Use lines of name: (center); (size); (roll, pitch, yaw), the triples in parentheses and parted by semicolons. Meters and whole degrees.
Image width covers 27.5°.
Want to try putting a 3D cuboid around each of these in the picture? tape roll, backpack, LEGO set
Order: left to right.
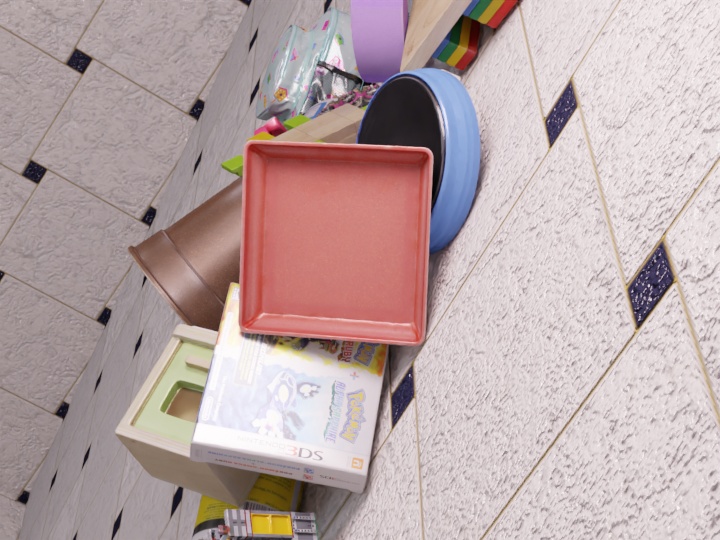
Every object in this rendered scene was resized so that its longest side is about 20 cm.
LEGO set: (-0.119, 0.328, 1.497); (0.200, 0.116, 0.154); (136, 135, -54)
backpack: (-0.056, -0.275, 2.095); (0.200, 0.153, 0.176); (-64, 9, -10)
tape roll: (0.039, -0.331, 1.807); (0.200, 0.065, 0.201); (3, -90, -79)

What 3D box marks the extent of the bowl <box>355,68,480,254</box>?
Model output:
bowl: (0.054, -0.115, 1.556); (0.200, 0.039, 0.201); (-10, 79, 59)

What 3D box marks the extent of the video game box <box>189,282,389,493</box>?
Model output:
video game box: (-0.068, 0.119, 1.529); (0.047, 0.182, 0.200); (104, 177, -56)

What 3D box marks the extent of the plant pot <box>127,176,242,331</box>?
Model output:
plant pot: (-0.157, -0.015, 1.876); (0.198, 0.200, 0.200); (-40, 15, -3)

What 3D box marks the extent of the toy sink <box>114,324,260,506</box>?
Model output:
toy sink: (-0.156, 0.137, 1.628); (0.200, 0.130, 0.112); (-60, -34, -26)

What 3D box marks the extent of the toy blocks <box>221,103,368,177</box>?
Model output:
toy blocks: (-0.048, -0.095, 1.667); (0.100, 0.200, 0.137); (29, 140, 48)

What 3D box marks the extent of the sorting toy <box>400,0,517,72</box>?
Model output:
sorting toy: (0.130, -0.341, 1.676); (0.200, 0.069, 0.199); (129, 157, -51)

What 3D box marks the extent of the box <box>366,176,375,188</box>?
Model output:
box: (-0.023, -0.050, 1.601); (0.200, 0.039, 0.042); (-51, 45, 44)

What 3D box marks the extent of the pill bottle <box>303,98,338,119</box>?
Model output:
pill bottle: (-0.035, -0.158, 1.894); (0.112, 0.112, 0.200); (-62, 1, 24)

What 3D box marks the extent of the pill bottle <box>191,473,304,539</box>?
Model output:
pill bottle: (-0.121, 0.243, 1.681); (0.114, 0.114, 0.200); (-50, 23, 50)

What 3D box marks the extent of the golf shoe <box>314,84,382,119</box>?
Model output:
golf shoe: (-0.025, -0.146, 1.760); (0.200, 0.092, 0.073); (-33, 43, 12)

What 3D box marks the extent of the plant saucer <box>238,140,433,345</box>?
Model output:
plant saucer: (-0.023, -0.030, 1.510); (0.037, 0.199, 0.201); (-18, -69, -75)

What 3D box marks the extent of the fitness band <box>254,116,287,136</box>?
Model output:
fitness band: (-0.091, -0.130, 1.998); (0.037, 0.144, 0.200); (-28, -11, 5)

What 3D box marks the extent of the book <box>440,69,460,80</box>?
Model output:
book: (0.057, -0.145, 1.729); (0.200, 0.048, 0.134); (147, 143, -71)
